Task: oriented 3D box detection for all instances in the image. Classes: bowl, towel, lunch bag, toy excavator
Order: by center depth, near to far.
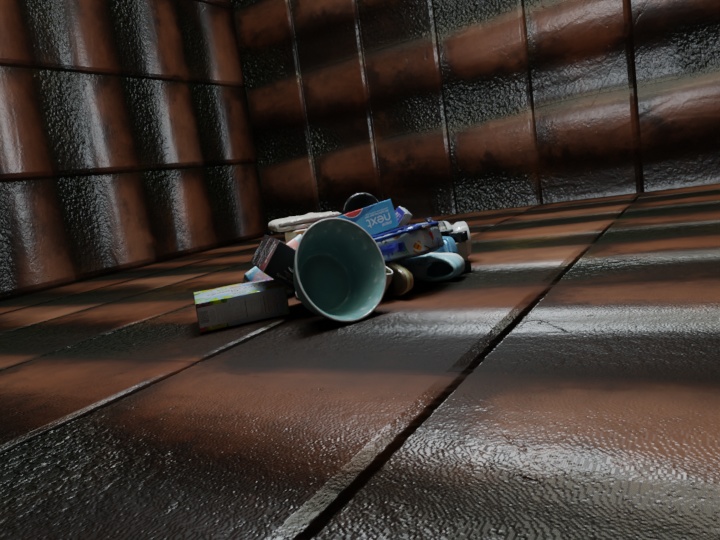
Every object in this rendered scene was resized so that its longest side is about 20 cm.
[{"bbox_3d":[-0.056,0.011,1.147,0.196,0.207,0.105,-13,-9,-30],"label":"bowl"},{"bbox_3d":[0.086,-0.060,1.317,0.196,0.078,0.159,-16,-1,36],"label":"lunch bag"},{"bbox_3d":[0.154,-0.039,1.464,0.195,0.103,0.193,-11,9,-23],"label":"toy excavator"},{"bbox_3d":[-0.156,-0.139,1.630,0.194,0.036,0.132,-11,9,-17],"label":"towel"}]

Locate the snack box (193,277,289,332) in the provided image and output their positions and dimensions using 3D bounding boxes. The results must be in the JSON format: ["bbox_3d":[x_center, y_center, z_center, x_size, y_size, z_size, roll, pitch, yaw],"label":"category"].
[{"bbox_3d":[-0.269,0.072,1.300,0.194,0.070,0.168,-12,10,-15],"label":"snack box"}]

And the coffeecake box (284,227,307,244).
[{"bbox_3d":[-0.142,-0.048,1.664,0.071,0.159,0.200,-7,9,14],"label":"coffeecake box"}]

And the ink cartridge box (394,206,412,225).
[{"bbox_3d":[0.068,-0.094,1.664,0.040,0.201,0.200,38,9,5],"label":"ink cartridge box"}]

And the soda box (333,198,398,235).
[{"bbox_3d":[-0.012,-0.103,1.373,0.194,0.070,0.064,-19,0,-4],"label":"soda box"}]

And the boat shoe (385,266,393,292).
[{"bbox_3d":[-0.012,-0.036,1.248,0.200,0.087,0.074,37,33,13],"label":"boat shoe"}]

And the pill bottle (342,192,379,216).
[{"bbox_3d":[0.001,-0.135,1.623,0.108,0.116,0.200,-9,-9,-5],"label":"pill bottle"}]

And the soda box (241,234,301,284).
[{"bbox_3d":[-0.208,-0.006,1.483,0.199,0.064,0.069,-40,-9,-32],"label":"soda box"}]

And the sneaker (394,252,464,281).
[{"bbox_3d":[0.146,-0.009,1.379,0.194,0.076,0.082,-7,6,23],"label":"sneaker"}]

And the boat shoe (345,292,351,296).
[{"bbox_3d":[-0.048,0.018,1.297,0.068,0.072,0.200,9,16,-23],"label":"boat shoe"}]

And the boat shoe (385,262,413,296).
[{"bbox_3d":[0.080,0.018,1.310,0.074,0.074,0.199,1,4,-22],"label":"boat shoe"}]

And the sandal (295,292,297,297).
[{"bbox_3d":[-0.103,0.041,1.394,0.080,0.051,0.201,-12,9,-23],"label":"sandal"}]

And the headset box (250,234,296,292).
[{"bbox_3d":[-0.149,-0.003,1.268,0.147,0.079,0.199,31,-2,-21],"label":"headset box"}]

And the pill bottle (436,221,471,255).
[{"bbox_3d":[0.197,-0.071,1.588,0.193,0.120,0.116,-9,8,-4],"label":"pill bottle"}]
